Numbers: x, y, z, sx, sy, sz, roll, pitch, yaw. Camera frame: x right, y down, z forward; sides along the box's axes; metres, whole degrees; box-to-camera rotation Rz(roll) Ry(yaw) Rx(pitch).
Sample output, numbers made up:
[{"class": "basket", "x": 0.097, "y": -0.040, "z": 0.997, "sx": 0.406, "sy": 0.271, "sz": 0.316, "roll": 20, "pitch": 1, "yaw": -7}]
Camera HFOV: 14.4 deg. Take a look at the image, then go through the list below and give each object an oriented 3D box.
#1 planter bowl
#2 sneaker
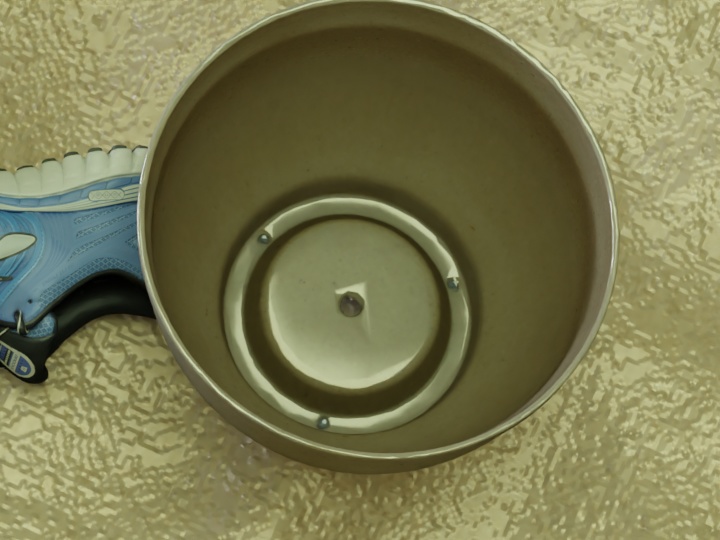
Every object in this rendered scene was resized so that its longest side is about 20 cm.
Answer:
[{"class": "planter bowl", "x": 0.000, "y": 0.000, "z": 1.228, "sx": 0.199, "sy": 0.135, "sz": 0.201, "roll": 2, "pitch": 72, "yaw": -7}, {"class": "sneaker", "x": -0.167, "y": 0.004, "z": 1.243, "sx": 0.199, "sy": 0.079, "sz": 0.090, "roll": -9, "pitch": 71, "yaw": -8}]
